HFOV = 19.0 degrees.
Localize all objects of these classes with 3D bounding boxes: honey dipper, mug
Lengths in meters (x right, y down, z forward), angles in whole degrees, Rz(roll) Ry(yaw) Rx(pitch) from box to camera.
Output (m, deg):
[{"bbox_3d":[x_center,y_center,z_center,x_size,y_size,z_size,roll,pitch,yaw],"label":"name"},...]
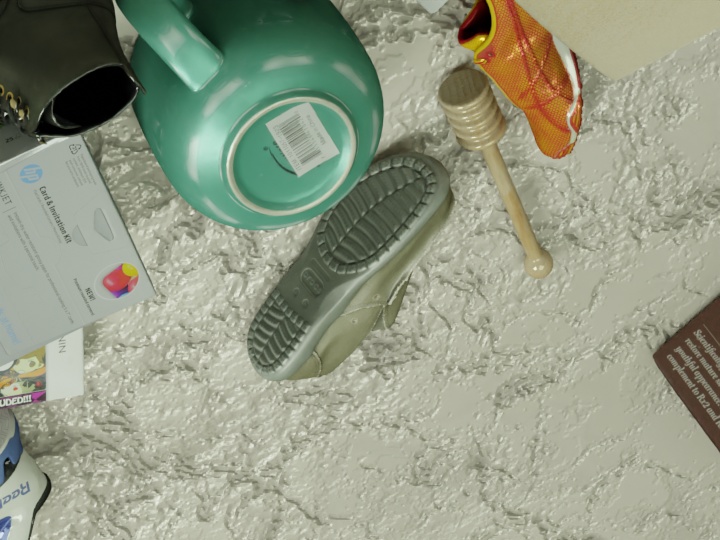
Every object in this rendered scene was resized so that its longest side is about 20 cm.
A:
[{"bbox_3d":[0.102,-0.063,1.541,0.038,0.038,0.201,-29,136,-2],"label":"honey dipper"},{"bbox_3d":[-0.075,-0.103,1.371,0.184,0.115,0.153,3,123,-27],"label":"mug"}]

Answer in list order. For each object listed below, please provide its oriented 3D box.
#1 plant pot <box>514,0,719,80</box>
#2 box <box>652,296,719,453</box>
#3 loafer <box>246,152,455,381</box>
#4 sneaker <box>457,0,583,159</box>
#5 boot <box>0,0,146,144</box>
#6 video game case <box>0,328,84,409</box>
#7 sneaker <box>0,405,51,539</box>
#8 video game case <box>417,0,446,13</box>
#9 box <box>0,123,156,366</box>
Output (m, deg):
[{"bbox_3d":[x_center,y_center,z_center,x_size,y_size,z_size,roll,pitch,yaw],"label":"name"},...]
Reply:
[{"bbox_3d":[0.152,-0.262,1.272,0.176,0.201,0.199,23,154,-26],"label":"plant pot"},{"bbox_3d":[0.372,0.110,1.704,0.164,0.166,0.200,-41,130,9],"label":"box"},{"bbox_3d":[0.000,0.000,1.521,0.200,0.075,0.069,-48,141,19],"label":"loafer"},{"bbox_3d":[0.107,-0.153,1.455,0.077,0.073,0.201,-14,135,7],"label":"sneaker"},{"bbox_3d":[-0.229,-0.103,1.284,0.199,0.139,0.078,-35,132,4],"label":"boot"},{"bbox_3d":[-0.281,0.020,1.419,0.198,0.036,0.182,-9,127,-19],"label":"video game case"},{"bbox_3d":[-0.294,0.191,1.512,0.199,0.081,0.115,-36,129,2],"label":"sneaker"},{"bbox_3d":[0.035,-0.269,1.363,0.143,0.018,0.200,-44,130,10],"label":"video game case"},{"bbox_3d":[-0.247,-0.003,1.360,0.199,0.041,0.156,-25,135,-4],"label":"box"}]
